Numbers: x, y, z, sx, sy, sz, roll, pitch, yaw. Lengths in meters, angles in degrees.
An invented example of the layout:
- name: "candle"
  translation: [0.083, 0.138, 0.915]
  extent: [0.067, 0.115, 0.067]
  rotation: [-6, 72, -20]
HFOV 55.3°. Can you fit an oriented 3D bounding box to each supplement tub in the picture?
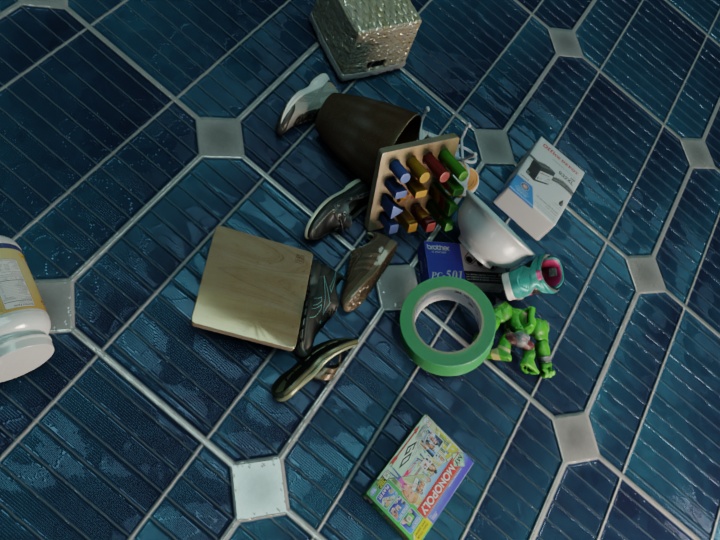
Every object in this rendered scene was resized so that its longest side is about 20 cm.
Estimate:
- name: "supplement tub"
  translation: [-0.592, 0.063, 1.113]
  extent: [0.142, 0.145, 0.203]
  rotation: [-22, 76, -28]

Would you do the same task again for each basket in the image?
- name: "basket"
  translation: [0.011, -0.594, 1.633]
  extent: [0.194, 0.161, 0.204]
  rotation: [-19, 72, -26]

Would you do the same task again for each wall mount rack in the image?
- name: "wall mount rack"
  translation: [0.198, -0.305, 1.603]
  extent: [0.195, 0.076, 0.176]
  rotation: [18, 38, -9]

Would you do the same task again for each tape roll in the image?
- name: "tape roll"
  translation: [0.176, 0.111, 1.401]
  extent: [0.194, 0.049, 0.206]
  rotation: [-1, 59, 2]

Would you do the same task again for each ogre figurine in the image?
- name: "ogre figurine"
  translation: [0.336, 0.142, 1.461]
  extent: [0.195, 0.098, 0.123]
  rotation: [18, 71, 4]

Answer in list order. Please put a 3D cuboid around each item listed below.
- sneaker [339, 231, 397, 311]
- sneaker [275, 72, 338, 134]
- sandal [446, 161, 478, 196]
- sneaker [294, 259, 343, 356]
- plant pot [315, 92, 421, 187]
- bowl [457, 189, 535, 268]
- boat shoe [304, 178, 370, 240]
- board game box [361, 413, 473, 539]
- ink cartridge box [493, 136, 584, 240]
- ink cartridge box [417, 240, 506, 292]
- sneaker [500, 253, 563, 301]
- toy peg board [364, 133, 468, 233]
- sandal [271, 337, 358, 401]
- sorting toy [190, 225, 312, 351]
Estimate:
- name: "sneaker"
  translation: [0.000, 0.000, 1.426]
  extent: [0.074, 0.071, 0.201]
  rotation: [28, 54, 16]
- name: "sneaker"
  translation: [-0.115, -0.364, 1.537]
  extent: [0.079, 0.074, 0.201]
  rotation: [44, 59, -2]
- name: "sandal"
  translation: [0.196, -0.221, 1.595]
  extent: [0.201, 0.059, 0.081]
  rotation: [-1, 66, -22]
- name: "sneaker"
  translation: [-0.081, 0.075, 1.343]
  extent: [0.077, 0.075, 0.205]
  rotation: [19, 60, -16]
- name: "plant pot"
  translation: [0.006, -0.301, 1.505]
  extent: [0.197, 0.189, 0.188]
  rotation: [31, 58, 12]
- name: "bowl"
  translation: [0.271, -0.070, 1.463]
  extent: [0.201, 0.201, 0.091]
  rotation: [43, 102, 2]
- name: "boat shoe"
  translation: [-0.037, -0.118, 1.449]
  extent: [0.065, 0.076, 0.199]
  rotation: [33, 48, 18]
- name: "board game box"
  translation: [0.111, 0.393, 1.298]
  extent: [0.134, 0.029, 0.200]
  rotation: [43, 59, 3]
- name: "ink cartridge box"
  translation: [0.433, -0.200, 1.662]
  extent: [0.144, 0.084, 0.201]
  rotation: [38, 59, 0]
- name: "ink cartridge box"
  translation: [0.226, -0.007, 1.517]
  extent: [0.194, 0.044, 0.097]
  rotation: [4, 63, -19]
- name: "sneaker"
  translation: [0.375, 0.012, 1.471]
  extent: [0.199, 0.118, 0.086]
  rotation: [-13, 86, -68]
- name: "toy peg board"
  translation: [0.126, -0.161, 1.447]
  extent: [0.195, 0.204, 0.098]
  rotation: [-16, 48, -27]
- name: "sandal"
  translation: [-0.083, 0.189, 1.301]
  extent: [0.199, 0.079, 0.058]
  rotation: [-37, 107, -28]
- name: "sorting toy"
  translation: [-0.207, 0.042, 1.312]
  extent: [0.195, 0.070, 0.204]
  rotation: [16, 62, -12]
